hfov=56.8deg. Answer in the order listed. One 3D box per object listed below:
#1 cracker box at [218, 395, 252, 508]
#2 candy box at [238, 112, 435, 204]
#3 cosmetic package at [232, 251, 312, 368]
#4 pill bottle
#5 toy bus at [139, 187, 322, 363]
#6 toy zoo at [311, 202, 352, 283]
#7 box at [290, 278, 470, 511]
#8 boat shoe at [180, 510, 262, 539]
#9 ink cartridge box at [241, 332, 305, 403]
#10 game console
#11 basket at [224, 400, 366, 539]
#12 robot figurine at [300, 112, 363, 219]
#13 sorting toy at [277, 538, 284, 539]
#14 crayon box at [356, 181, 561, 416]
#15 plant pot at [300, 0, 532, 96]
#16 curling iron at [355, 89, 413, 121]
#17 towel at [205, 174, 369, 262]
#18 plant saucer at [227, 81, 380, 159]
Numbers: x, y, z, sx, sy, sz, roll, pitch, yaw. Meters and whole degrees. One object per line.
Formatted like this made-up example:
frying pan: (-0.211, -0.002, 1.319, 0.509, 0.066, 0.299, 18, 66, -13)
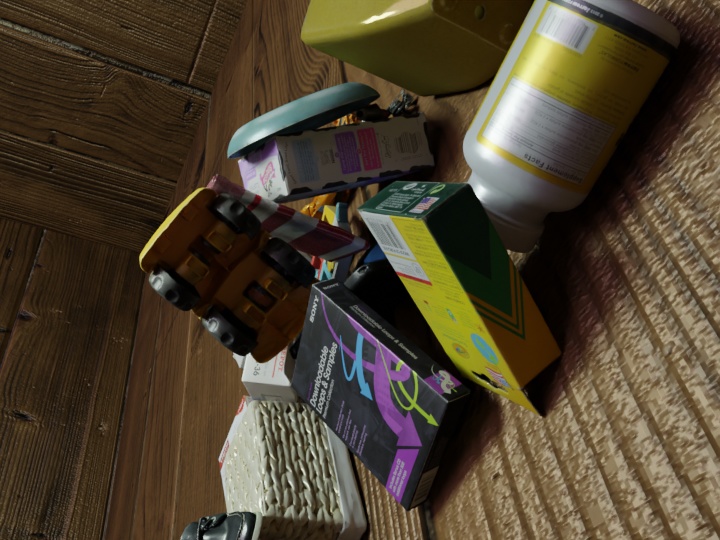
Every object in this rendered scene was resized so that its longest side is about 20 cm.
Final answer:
cracker box: (-0.170, 0.311, 1.059, 0.134, 0.058, 0.200, -68, 24, 14)
candy box: (-0.035, -0.137, 0.847, 0.168, 0.200, 0.072, -2, 102, 65)
cosmetic package: (-0.147, 0.064, 1.126, 0.108, 0.085, 0.200, 40, 113, 65)
pill bottle: (0.152, -0.119, 0.536, 0.200, 0.112, 0.112, -64, 25, 23)
toy bus: (-0.167, -0.010, 0.812, 0.136, 0.200, 0.192, -49, 28, -4)
toy zoo: (-0.047, -0.008, 0.984, 0.131, 0.020, 0.200, -116, 37, -58)
box: (0.008, 0.119, 0.669, 0.200, 0.036, 0.143, 39, 127, 37)
boat shoe: (-0.167, 0.302, 0.726, 0.199, 0.066, 0.075, -45, 23, 50)
ink cartridge box: (-0.109, 0.121, 0.908, 0.200, 0.067, 0.117, 86, -171, -60)
game console: (0.000, 0.000, 0.808, 0.117, 0.176, 0.200, 61, 138, 20)
basket: (-0.090, 0.270, 0.822, 0.136, 0.123, 0.200, -64, 26, 26)
robot figurine: (-0.034, -0.171, 1.052, 0.200, 0.058, 0.145, -55, 31, 38)
sorting toy: (-0.077, 0.424, 0.695, 0.200, 0.107, 0.180, 50, 151, 35)
crayon box: (0.088, 0.019, 0.566, 0.051, 0.200, 0.127, -37, 20, -14)
plant pot: (0.085, -0.309, 0.727, 0.200, 0.195, 0.195, 29, 103, 57)
curling iron: (0.025, -0.208, 0.853, 0.050, 0.026, 0.200, -46, -3, 24)
towel: (-0.100, -0.061, 0.832, 0.144, 0.200, 0.023, -13, 57, 68)
plant saucer: (-0.073, -0.185, 0.807, 0.200, 0.200, 0.027, -3, 112, 66)
